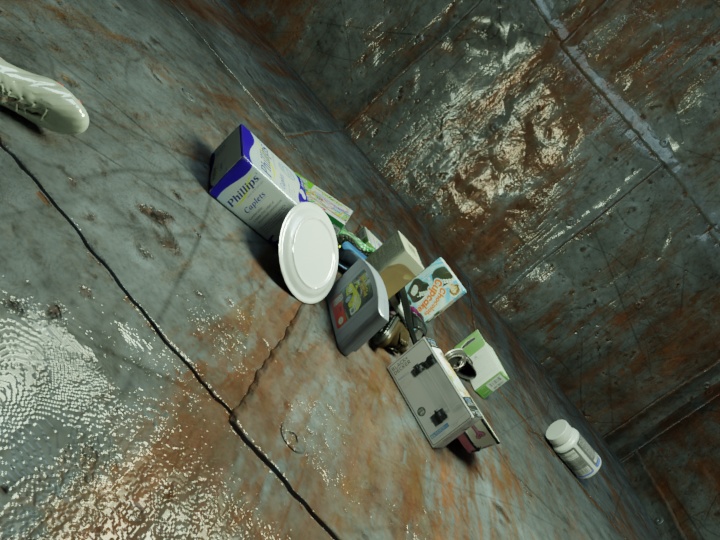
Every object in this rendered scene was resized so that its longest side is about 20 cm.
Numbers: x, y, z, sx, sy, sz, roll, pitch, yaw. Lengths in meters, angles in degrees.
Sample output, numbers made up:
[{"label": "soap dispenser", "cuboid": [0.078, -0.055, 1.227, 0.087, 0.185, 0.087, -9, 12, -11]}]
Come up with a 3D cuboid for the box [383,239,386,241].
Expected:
[{"label": "box", "cuboid": [0.167, -0.037, 2.141, 0.201, 0.032, 0.121, 57, 16, 26]}]

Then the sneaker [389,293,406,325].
[{"label": "sneaker", "cuboid": [0.072, 0.088, 1.472, 0.081, 0.085, 0.202, -84, 158, -43]}]

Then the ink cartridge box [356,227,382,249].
[{"label": "ink cartridge box", "cuboid": [0.064, -0.029, 1.723, 0.200, 0.059, 0.104, 43, 16, -24]}]

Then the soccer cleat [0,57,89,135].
[{"label": "soccer cleat", "cuboid": [-0.451, -0.235, 0.732, 0.199, 0.069, 0.078, 35, 25, -26]}]

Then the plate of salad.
[{"label": "plate of salad", "cuboid": [-0.108, -0.035, 1.157, 0.199, 0.047, 0.205, 5, 84, -57]}]

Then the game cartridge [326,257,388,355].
[{"label": "game cartridge", "cuboid": [-0.006, 0.064, 1.177, 0.041, 0.133, 0.201, 40, 17, -33]}]

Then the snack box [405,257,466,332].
[{"label": "snack box", "cuboid": [0.179, 0.073, 1.571, 0.117, 0.199, 0.037, 55, 14, 23]}]

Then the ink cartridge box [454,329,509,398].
[{"label": "ink cartridge box", "cuboid": [0.385, 0.296, 1.830, 0.059, 0.104, 0.201, 40, 17, -31]}]

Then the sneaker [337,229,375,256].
[{"label": "sneaker", "cuboid": [-0.011, -0.062, 1.581, 0.199, 0.078, 0.086, 37, 18, -39]}]

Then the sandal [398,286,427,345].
[{"label": "sandal", "cuboid": [0.133, 0.118, 1.398, 0.076, 0.047, 0.204, -101, 176, -67]}]

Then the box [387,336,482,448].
[{"label": "box", "cuboid": [0.155, 0.259, 1.222, 0.060, 0.116, 0.202, 22, 33, -55]}]

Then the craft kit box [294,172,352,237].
[{"label": "craft kit box", "cuboid": [-0.120, -0.178, 1.514, 0.198, 0.049, 0.198, 33, 13, -5]}]

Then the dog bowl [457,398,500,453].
[{"label": "dog bowl", "cuboid": [0.230, 0.323, 1.303, 0.202, 0.073, 0.200, 56, 2, -3]}]

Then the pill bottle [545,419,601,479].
[{"label": "pill bottle", "cuboid": [0.783, 0.657, 2.114, 0.201, 0.113, 0.114, 49, 15, -7]}]

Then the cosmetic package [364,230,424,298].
[{"label": "cosmetic package", "cuboid": [0.042, 0.015, 1.308, 0.071, 0.199, 0.106, 42, 17, -25]}]

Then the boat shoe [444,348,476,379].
[{"label": "boat shoe", "cuboid": [0.300, 0.280, 1.694, 0.057, 0.067, 0.199, 53, 10, 31]}]

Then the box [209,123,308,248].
[{"label": "box", "cuboid": [-0.212, -0.179, 1.215, 0.199, 0.105, 0.185, 40, 17, -32]}]

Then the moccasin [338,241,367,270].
[{"label": "moccasin", "cuboid": [0.000, 0.000, 1.490, 0.200, 0.068, 0.081, 42, 9, -33]}]

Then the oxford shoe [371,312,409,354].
[{"label": "oxford shoe", "cuboid": [0.081, 0.155, 1.341, 0.085, 0.072, 0.200, 55, 16, 6]}]
